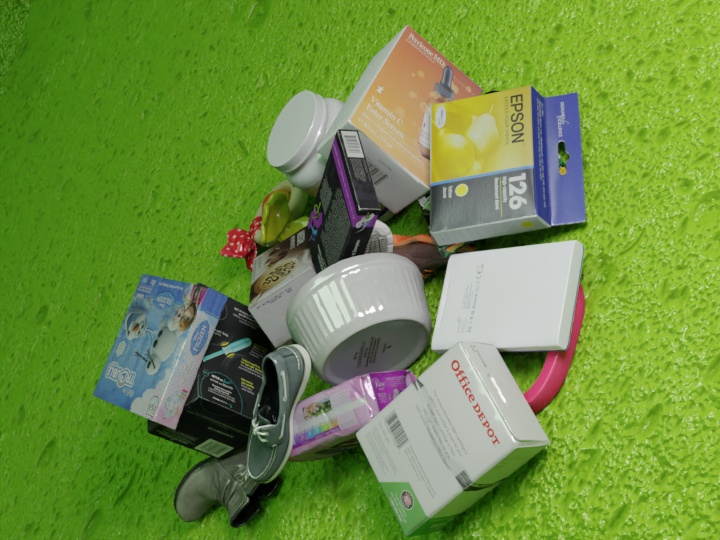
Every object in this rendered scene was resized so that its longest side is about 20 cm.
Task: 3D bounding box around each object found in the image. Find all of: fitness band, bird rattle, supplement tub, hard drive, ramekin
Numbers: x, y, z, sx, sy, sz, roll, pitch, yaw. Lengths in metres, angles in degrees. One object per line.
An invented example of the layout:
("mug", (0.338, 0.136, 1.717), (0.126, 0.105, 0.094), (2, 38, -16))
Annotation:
("fitness band", (0.205, 0.083, 1.324), (0.143, 0.037, 0.203), (5, 73, 49))
("bird rattle", (-0.144, -0.081, 1.835), (0.199, 0.112, 0.165), (-23, 38, 58))
("supplement tub", (-0.028, -0.170, 1.620), (0.145, 0.198, 0.147), (-35, 41, 38))
("hard drive", (0.180, 0.036, 1.330), (0.198, 0.025, 0.134), (-6, 63, 46))
("ramekin", (0.006, 0.075, 1.444), (0.202, 0.201, 0.095), (-42, 54, 25))

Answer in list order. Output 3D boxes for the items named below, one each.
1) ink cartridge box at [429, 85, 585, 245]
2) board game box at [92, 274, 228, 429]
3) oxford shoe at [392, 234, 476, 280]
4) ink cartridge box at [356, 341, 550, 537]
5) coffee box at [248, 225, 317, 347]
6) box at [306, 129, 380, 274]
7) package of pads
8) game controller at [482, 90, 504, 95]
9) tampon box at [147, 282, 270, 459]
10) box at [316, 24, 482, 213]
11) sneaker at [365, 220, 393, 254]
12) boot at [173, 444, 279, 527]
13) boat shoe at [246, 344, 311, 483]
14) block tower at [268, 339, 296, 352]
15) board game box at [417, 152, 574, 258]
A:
("ink cartridge box", (0.187, -0.142, 1.395), (0.197, 0.047, 0.201), (-10, 61, 23))
("board game box", (-0.296, 0.113, 1.563), (0.199, 0.043, 0.202), (7, 74, 51))
("oxford shoe", (0.091, -0.013, 1.510), (0.199, 0.070, 0.074), (1, 88, 55))
("ink cartridge box", (0.108, 0.201, 1.282), (0.200, 0.084, 0.147), (-44, 59, 28))
("coffee box", (-0.101, 0.019, 1.616), (0.112, 0.080, 0.200), (-31, 19, 9))
("box", (-0.026, -0.067, 1.445), (0.201, 0.036, 0.144), (113, 150, -47))
("package of pads", (-0.022, 0.199, 1.448), (0.199, 0.120, 0.077), (-28, 72, 37))
("game controller", (0.178, -0.159, 1.503), (0.104, 0.042, 0.203), (10, 76, 53))
("tampon box", (-0.227, 0.153, 1.617), (0.126, 0.149, 0.202), (-33, 45, 31))
("box", (0.058, -0.214, 1.523), (0.106, 0.152, 0.202), (-32, 26, 58))
("sneaker", (0.000, 0.000, 1.539), (0.100, 0.077, 0.203), (-127, 38, -51))
("boot", (-0.210, 0.344, 1.637), (0.201, 0.067, 0.131), (-50, 39, 16))
("boat shoe", (-0.124, 0.192, 1.416), (0.072, 0.061, 0.203), (30, 110, 34))
("block tower", (-0.128, 0.139, 1.678), (0.199, 0.054, 0.058), (-39, 41, 30))
("board game box", (0.179, -0.104, 1.428), (0.198, 0.024, 0.106), (-30, 48, 9))
